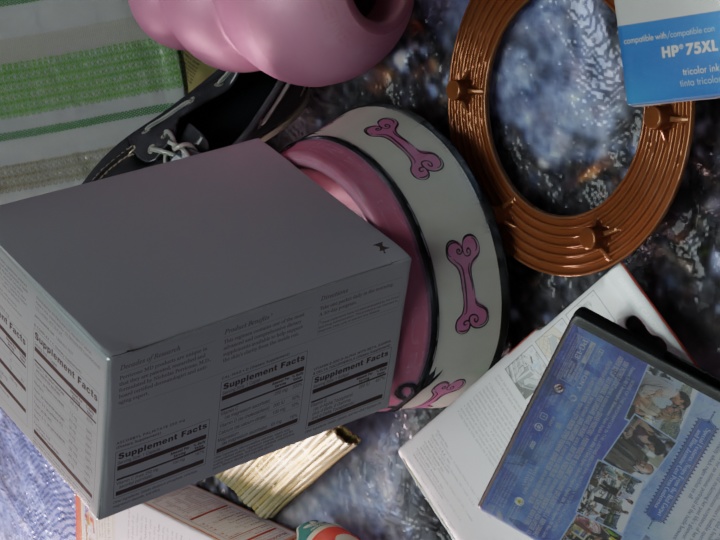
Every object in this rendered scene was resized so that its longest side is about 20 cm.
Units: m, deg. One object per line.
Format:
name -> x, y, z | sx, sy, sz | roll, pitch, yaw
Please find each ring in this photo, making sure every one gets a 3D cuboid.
ring -> 0.111, -0.096, 0.938 | 0.200, 0.019, 0.201 | 9, 101, 52

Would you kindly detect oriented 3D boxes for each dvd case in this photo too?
dvd case -> 0.179, 0.124, 0.903 | 0.200, 0.018, 0.143 | 28, 118, 11

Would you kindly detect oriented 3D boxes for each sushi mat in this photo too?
sushi mat -> -0.069, 0.115, 1.116 | 0.096, 0.012, 0.200 | 40, 151, -1

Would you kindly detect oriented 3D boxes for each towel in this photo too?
towel -> -0.187, -0.103, 1.108 | 0.031, 0.149, 0.200 | 143, 117, -83

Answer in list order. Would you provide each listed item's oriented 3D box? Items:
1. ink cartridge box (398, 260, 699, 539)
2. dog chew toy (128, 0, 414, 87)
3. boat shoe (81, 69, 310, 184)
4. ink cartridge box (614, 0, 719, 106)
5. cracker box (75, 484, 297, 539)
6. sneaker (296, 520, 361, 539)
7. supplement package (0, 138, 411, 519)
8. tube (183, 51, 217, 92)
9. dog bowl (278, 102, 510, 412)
ink cartridge box -> 0.124, 0.093, 0.972 | 0.200, 0.050, 0.109 | -44, 69, 30
dog chew toy -> -0.064, -0.175, 1.003 | 0.200, 0.124, 0.125 | 6, 104, 40
boat shoe -> -0.115, -0.083, 1.059 | 0.073, 0.200, 0.063 | 46, 166, 14
ink cartridge box -> 0.177, -0.188, 0.811 | 0.067, 0.116, 0.200 | -2, 100, 44
cracker box -> -0.134, 0.236, 1.248 | 0.200, 0.058, 0.134 | 18, 113, 40
sneaker -> -0.023, 0.268, 1.156 | 0.093, 0.070, 0.200 | 33, 124, 52
supplement package -> -0.100, 0.024, 0.938 | 0.156, 0.200, 0.111 | 39, 133, 38
tube -> -0.104, -0.179, 1.130 | 0.058, 0.052, 0.200 | -88, 22, -44
dog bowl -> 0.000, 0.000, 1.030 | 0.200, 0.074, 0.201 | 25, 123, 46
